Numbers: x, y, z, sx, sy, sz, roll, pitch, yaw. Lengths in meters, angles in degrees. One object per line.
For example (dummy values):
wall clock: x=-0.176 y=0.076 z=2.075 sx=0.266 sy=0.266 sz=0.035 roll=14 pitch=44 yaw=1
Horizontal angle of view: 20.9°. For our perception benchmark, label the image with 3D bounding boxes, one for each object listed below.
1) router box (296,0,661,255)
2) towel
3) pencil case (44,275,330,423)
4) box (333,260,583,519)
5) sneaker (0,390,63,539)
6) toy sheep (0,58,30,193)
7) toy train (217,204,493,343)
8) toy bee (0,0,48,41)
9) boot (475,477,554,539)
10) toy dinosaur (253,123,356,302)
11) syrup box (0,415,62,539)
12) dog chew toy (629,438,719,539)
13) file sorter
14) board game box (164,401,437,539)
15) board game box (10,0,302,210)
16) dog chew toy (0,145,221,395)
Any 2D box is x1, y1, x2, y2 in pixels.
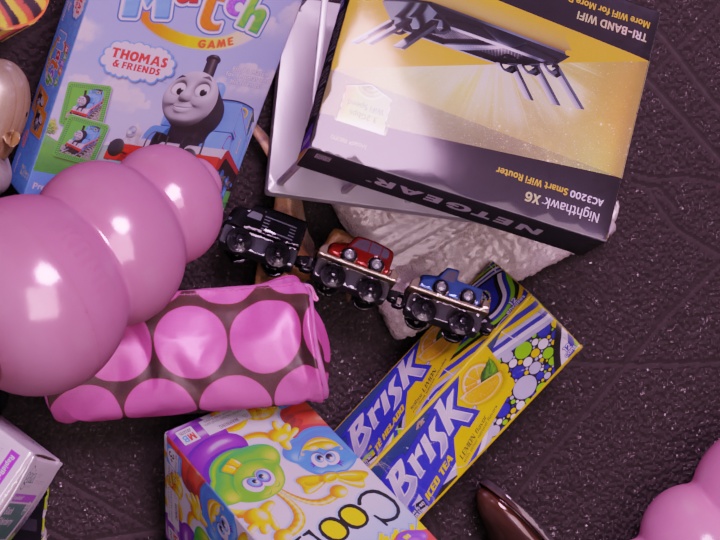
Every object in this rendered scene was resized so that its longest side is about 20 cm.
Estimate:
router box: x=0.075 y=-0.115 z=1.234 sx=0.198 sy=0.052 sz=0.158 roll=16 pitch=78 yaw=-9
towel: x=0.085 y=-0.047 z=1.420 sx=0.199 sy=0.034 sz=0.133 roll=-28 pitch=105 yaw=-11
pencil case: x=-0.120 y=0.050 z=1.320 sx=0.198 sy=0.091 sz=0.095 roll=-4 pitch=84 yaw=-2
box: x=0.059 y=0.096 z=1.403 sx=0.200 sy=0.064 sz=0.070 roll=-47 pitch=123 yaw=1
sneaker: x=-0.234 y=0.163 z=1.334 sx=0.082 sy=0.072 sz=0.201 roll=-27 pitch=106 yaw=-13
toy sheep: x=-0.299 y=-0.074 z=1.246 sx=0.199 sy=0.138 sz=0.139 roll=-27 pitch=107 yaw=4
toy train: x=0.000 y=0.000 z=1.341 sx=0.199 sy=0.034 sz=0.046 roll=20 pitch=71 yaw=-4
toy bee: x=-0.213 y=-0.231 z=1.257 sx=0.108 sy=0.130 sz=0.202 roll=17 pitch=83 yaw=-44
boot: x=0.073 y=0.280 z=1.450 sx=0.200 sy=0.064 sz=0.187 roll=-37 pitch=110 yaw=-12
toy dinosaur: x=-0.048 y=-0.014 z=1.370 sx=0.105 sy=0.060 sz=0.202 roll=5 pitch=97 yaw=-17
syrup box: x=-0.297 y=0.096 z=1.255 sx=0.199 sy=0.079 sz=0.082 roll=36 pitch=86 yaw=8
dog chew toy: x=0.269 y=0.207 z=1.481 sx=0.199 sy=0.125 sz=0.125 roll=-34 pitch=108 yaw=-1
file sorter: x=0.048 y=-0.117 z=1.321 sx=0.198 sy=0.125 sz=0.140 roll=7 pitch=80 yaw=-11
board game box: x=-0.039 y=0.186 z=1.310 sx=0.102 sy=0.200 sz=0.105 roll=-21 pitch=134 yaw=-28
board game box: x=-0.131 y=-0.132 z=1.288 sx=0.150 sy=0.037 sz=0.201 roll=8 pitch=113 yaw=-34
dog chew toy: x=-0.168 y=-0.010 z=1.232 sx=0.200 sy=0.124 sz=0.125 roll=-36 pitch=109 yaw=-30
